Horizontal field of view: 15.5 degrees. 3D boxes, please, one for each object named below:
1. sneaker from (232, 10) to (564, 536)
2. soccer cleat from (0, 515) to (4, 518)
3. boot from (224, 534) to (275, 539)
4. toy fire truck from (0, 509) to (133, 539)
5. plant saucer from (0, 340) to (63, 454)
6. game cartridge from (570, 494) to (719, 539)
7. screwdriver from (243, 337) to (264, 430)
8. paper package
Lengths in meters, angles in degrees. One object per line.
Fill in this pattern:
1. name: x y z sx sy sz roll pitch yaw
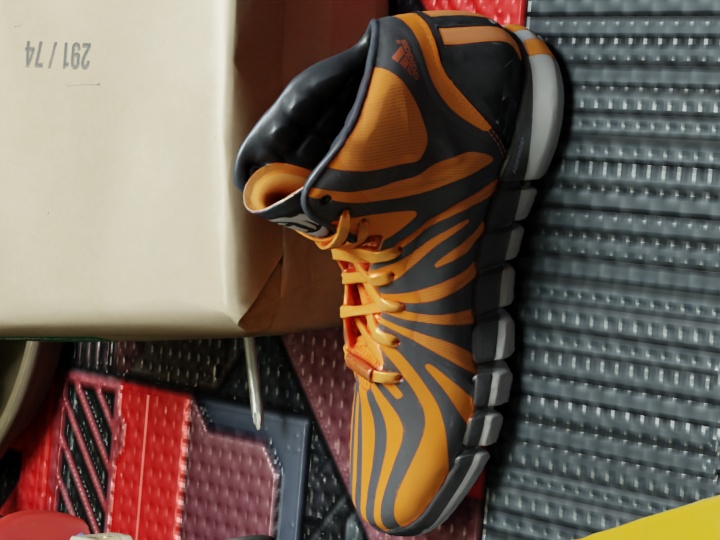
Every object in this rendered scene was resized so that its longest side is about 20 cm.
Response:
1. sneaker: 0.000 0.000 0.980 0.077 0.112 0.201 20 103 52
2. soccer cleat: -0.163 0.158 1.208 0.200 0.081 0.068 52 139 42
3. boot: -0.046 0.230 1.061 0.189 0.068 0.200 -57 46 33
4. toy fire truck: -0.102 0.153 1.039 0.200 0.049 0.141 61 144 41
5. plant saucer: -0.197 0.005 1.317 0.200 0.029 0.201 -5 84 53
6. game cartridge: 0.144 0.167 0.844 0.176 0.032 0.201 -24 70 50
7. screwdriver: -0.052 -0.032 1.122 0.029 0.028 0.201 136 129 -61
8. paper package: -0.093 -0.066 1.082 0.199 0.103 0.192 -1 86 37
